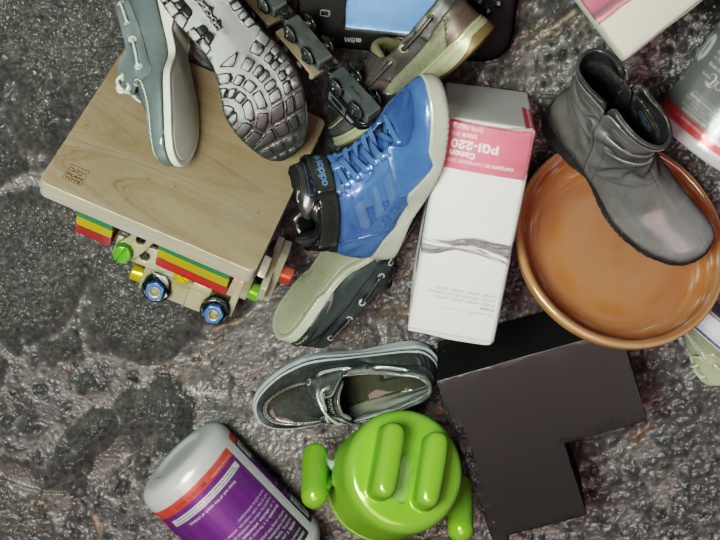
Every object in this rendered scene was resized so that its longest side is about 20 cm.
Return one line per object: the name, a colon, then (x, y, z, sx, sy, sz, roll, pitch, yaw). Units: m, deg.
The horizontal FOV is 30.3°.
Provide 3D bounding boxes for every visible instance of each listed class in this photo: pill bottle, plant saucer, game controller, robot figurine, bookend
pill bottle: (0.357, -0.184, 1.149, 0.113, 0.114, 0.201, 31, 110, -6)
plant saucer: (0.233, -0.022, 1.213, 0.198, 0.037, 0.202, 3, 69, -8)
game controller: (0.042, -0.246, 1.200, 0.198, 0.042, 0.105, 7, 111, 5)
robot figurine: (0.030, 0.202, 1.297, 0.174, 0.200, 0.117, 11, 72, -8)
pill bottle: (-0.120, 0.260, 1.366, 0.112, 0.113, 0.200, -39, 101, 18)
bookend: (0.196, 0.147, 1.301, 0.198, 0.092, 0.200, -17, 109, 11)

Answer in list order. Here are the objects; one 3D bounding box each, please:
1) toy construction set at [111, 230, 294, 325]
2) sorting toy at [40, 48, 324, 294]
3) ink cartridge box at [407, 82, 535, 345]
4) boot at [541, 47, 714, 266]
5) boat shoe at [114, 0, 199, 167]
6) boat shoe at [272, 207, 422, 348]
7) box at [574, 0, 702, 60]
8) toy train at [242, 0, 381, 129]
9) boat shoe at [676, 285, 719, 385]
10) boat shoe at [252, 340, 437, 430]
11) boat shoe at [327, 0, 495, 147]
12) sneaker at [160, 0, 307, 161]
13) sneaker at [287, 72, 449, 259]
toy construction set: (-0.156, -0.022, 1.284, 0.199, 0.092, 0.132, 27, 111, 8)
sorting toy: (-0.160, -0.088, 1.211, 0.198, 0.200, 0.070, 23, 141, 0)
ink cartridge box: (0.098, -0.054, 1.208, 0.084, 0.146, 0.202, 8, 110, 1)
boot: (0.240, -0.091, 1.142, 0.200, 0.132, 0.070, 43, 76, 2)
boat shoe: (-0.185, -0.173, 1.187, 0.061, 0.202, 0.073, -13, 151, 8)
boat shoe: (0.001, 0.002, 1.285, 0.066, 0.075, 0.200, 30, 104, -36)
box: (0.199, -0.296, 1.117, 0.109, 0.128, 0.200, -37, 103, 17)
toy train: (-0.050, -0.201, 1.192, 0.034, 0.046, 0.200, -33, 72, -21)
boat shoe: (0.348, 0.085, 1.272, 0.200, 0.072, 0.062, 41, 107, -12)
boat shoe: (-0.019, 0.119, 1.325, 0.198, 0.071, 0.073, -19, 107, 12)
boat shoe: (0.035, -0.182, 1.193, 0.200, 0.073, 0.065, -35, 96, 37)
sneaker: (-0.105, -0.196, 1.201, 0.075, 0.088, 0.201, -28, 98, 6)
sneaker: (-0.001, -0.086, 1.139, 0.110, 0.077, 0.201, 1, 141, -21)
